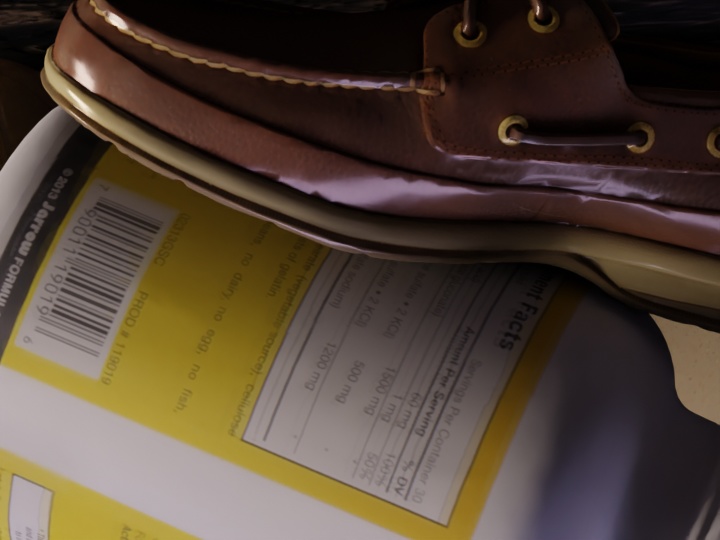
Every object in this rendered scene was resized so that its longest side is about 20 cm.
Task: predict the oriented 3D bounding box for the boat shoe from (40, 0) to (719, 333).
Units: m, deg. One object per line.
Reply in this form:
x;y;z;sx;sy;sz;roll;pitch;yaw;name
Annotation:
0.030;-0.040;0.613;0.199;0.068;0.072;13;-159;-15;boat shoe

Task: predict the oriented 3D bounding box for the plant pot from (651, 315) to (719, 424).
0.140;0.000;0.879;0.199;0.135;0.200;-5;178;0;plant pot

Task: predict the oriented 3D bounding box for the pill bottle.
0.004;0.042;0.643;0.199;0.112;0.112;23;-178;10;pill bottle

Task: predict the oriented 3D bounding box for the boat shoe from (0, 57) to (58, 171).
-0.097;-0.021;0.746;0.072;0.072;0.200;-7;-177;39;boat shoe
